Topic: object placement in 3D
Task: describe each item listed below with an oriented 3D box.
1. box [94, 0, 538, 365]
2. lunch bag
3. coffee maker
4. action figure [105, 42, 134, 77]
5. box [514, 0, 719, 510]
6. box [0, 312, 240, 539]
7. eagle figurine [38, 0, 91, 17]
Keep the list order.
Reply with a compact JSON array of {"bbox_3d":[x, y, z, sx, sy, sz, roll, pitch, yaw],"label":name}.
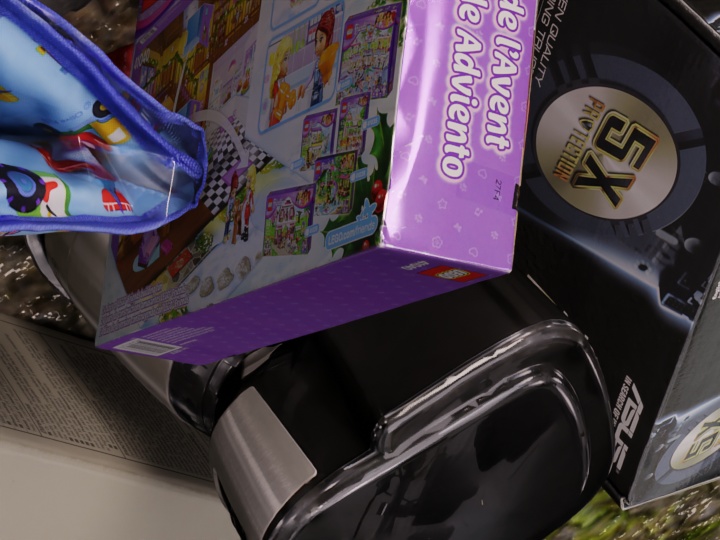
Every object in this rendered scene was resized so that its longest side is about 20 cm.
[{"bbox_3d":[-0.015,-0.054,0.665,0.039,0.200,0.138,11,77,-24],"label":"box"},{"bbox_3d":[-0.143,-0.045,0.626,0.200,0.150,0.095,20,82,-62],"label":"lunch bag"},{"bbox_3d":[0.000,0.000,0.855,0.192,0.200,0.134,-47,144,9],"label":"coffee maker"},{"bbox_3d":[-0.004,-0.116,0.852,0.199,0.052,0.066,-24,106,-25],"label":"action figure"},{"bbox_3d":[0.113,-0.040,0.947,0.086,0.164,0.201,-14,137,-32],"label":"box"},{"bbox_3d":[-0.140,0.069,0.892,0.078,0.095,0.199,-51,141,15],"label":"box"},{"bbox_3d":[-0.101,-0.144,0.636,0.150,0.153,0.200,-31,-174,-25],"label":"eagle figurine"}]
